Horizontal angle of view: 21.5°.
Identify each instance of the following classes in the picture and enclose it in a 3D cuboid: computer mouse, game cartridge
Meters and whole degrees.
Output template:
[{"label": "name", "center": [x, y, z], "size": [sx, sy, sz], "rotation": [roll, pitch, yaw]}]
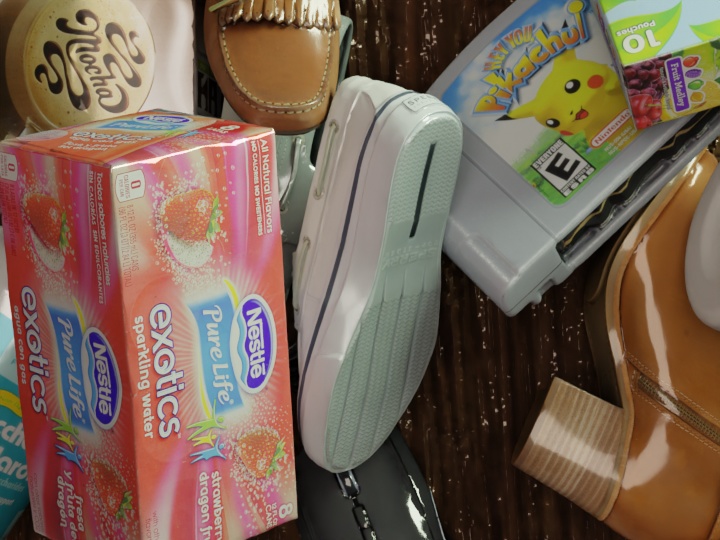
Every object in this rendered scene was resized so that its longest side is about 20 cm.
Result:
[{"label": "computer mouse", "center": [-0.025, 0.134, 0.995], "size": [0.140, 0.046, 0.201], "rotation": [-20, 85, 5]}, {"label": "game cartridge", "center": [0.108, -0.084, 0.963], "size": [0.200, 0.040, 0.133], "rotation": [-43, 48, -2]}]

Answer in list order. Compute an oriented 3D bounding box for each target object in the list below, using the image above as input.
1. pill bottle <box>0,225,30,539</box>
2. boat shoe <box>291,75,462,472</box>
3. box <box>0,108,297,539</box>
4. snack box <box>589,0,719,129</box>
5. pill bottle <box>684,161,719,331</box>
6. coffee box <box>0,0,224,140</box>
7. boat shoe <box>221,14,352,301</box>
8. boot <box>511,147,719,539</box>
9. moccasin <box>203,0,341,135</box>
[{"label": "pill bottle", "center": [-0.193, 0.054, 0.987], "size": [0.111, 0.111, 0.201], "rotation": [34, 92, 7]}, {"label": "boat shoe", "center": [0.000, 0.000, 0.950], "size": [0.067, 0.073, 0.201], "rotation": [32, 115, 39]}, {"label": "box", "center": [-0.100, 0.032, 0.912], "size": [0.094, 0.102, 0.201], "rotation": [13, 111, 44]}, {"label": "snack box", "center": [0.174, -0.173, 0.932], "size": [0.141, 0.053, 0.201], "rotation": [-17, 50, 7]}, {"label": "pill bottle", "center": [0.266, 0.006, 0.910], "size": [0.199, 0.110, 0.110], "rotation": [20, 90, -15]}, {"label": "coffee box", "center": [-0.132, -0.149, 1.005], "size": [0.112, 0.080, 0.201], "rotation": [0, 87, 8]}, {"label": "boat shoe", "center": [-0.037, -0.043, 0.991], "size": [0.071, 0.070, 0.202], "rotation": [5, 82, 8]}, {"label": "boot", "center": [0.183, 0.047, 0.963], "size": [0.155, 0.077, 0.201], "rotation": [25, 77, -1]}, {"label": "moccasin", "center": [-0.038, -0.158, 0.956], "size": [0.073, 0.078, 0.202], "rotation": [9, 58, -5]}]
